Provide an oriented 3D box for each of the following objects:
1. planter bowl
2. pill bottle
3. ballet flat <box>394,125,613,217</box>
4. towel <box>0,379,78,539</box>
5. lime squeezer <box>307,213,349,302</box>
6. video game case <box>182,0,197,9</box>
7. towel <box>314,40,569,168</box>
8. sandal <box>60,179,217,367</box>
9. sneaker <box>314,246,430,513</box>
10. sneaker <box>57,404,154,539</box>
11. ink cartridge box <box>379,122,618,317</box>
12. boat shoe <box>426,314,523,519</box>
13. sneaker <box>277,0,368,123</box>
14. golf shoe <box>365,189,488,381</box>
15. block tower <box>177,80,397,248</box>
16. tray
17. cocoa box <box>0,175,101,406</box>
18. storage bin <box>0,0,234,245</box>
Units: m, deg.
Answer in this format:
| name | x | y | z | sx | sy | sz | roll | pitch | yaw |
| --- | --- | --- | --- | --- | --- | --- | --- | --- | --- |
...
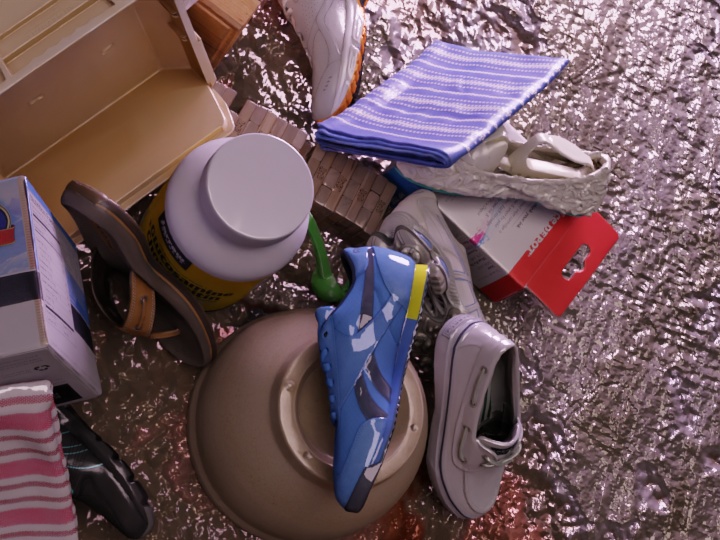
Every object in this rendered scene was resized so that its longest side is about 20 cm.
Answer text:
| name | x | y | z | sx | sy | sz | roll | pitch | yaw |
| --- | --- | --- | --- | --- | --- | --- | --- | --- | --- |
| planter bowl | -0.029 | 0.119 | 1.030 | 0.200 | 0.135 | 0.200 | 5 | 76 | -19 |
| pill bottle | -0.105 | -0.038 | 1.002 | 0.112 | 0.200 | 0.112 | 5 | 75 | -19 |
| ballet flat | 0.129 | -0.098 | 1.101 | 0.200 | 0.072 | 0.072 | 9 | 74 | -20 |
| towel | -0.278 | 0.161 | 0.903 | 0.146 | 0.200 | 0.030 | -10 | 42 | -15 |
| lime squeezer | 0.000 | 0.000 | 1.110 | 0.200 | 0.038 | 0.071 | 19 | 104 | -46 |
| video game case | -0.191 | -0.278 | 0.997 | 0.182 | 0.200 | 0.022 | 45 | 45 | -18 |
| towel | 0.070 | -0.149 | 1.105 | 0.200 | 0.145 | 0.024 | -42 | 132 | -39 |
| sandal | -0.179 | 0.014 | 0.990 | 0.055 | 0.082 | 0.200 | -52 | 142 | -23 |
| sneaker | -0.005 | 0.076 | 0.945 | 0.078 | 0.066 | 0.200 | 14 | 70 | -4 |
| sneaker | -0.241 | 0.140 | 0.988 | 0.079 | 0.075 | 0.200 | -43 | 86 | -14 |
| ink cartridge box | 0.124 | -0.055 | 1.164 | 0.200 | 0.067 | 0.116 | 43 | 66 | -6 |
| boat shoe | 0.099 | 0.134 | 1.055 | 0.074 | 0.067 | 0.200 | -30 | 128 | -31 |
| sneaker | -0.039 | -0.225 | 1.152 | 0.092 | 0.076 | 0.200 | 6 | 76 | 1 |
| golf shoe | 0.079 | 0.020 | 1.102 | 0.200 | 0.078 | 0.097 | 64 | 37 | -33 |
| block tower | -0.063 | -0.090 | 1.110 | 0.200 | 0.054 | 0.058 | 31 | 69 | -12 |
| tray | -0.187 | -0.255 | 1.078 | 0.200 | 0.099 | 0.037 | 36 | 68 | -9 |
| cocoa box | -0.304 | 0.035 | 0.904 | 0.200 | 0.133 | 0.131 | -13 | 69 | -1 |
| storage bin | -0.206 | -0.138 | 0.960 | 0.198 | 0.200 | 0.094 | -37 | 64 | -11 |
